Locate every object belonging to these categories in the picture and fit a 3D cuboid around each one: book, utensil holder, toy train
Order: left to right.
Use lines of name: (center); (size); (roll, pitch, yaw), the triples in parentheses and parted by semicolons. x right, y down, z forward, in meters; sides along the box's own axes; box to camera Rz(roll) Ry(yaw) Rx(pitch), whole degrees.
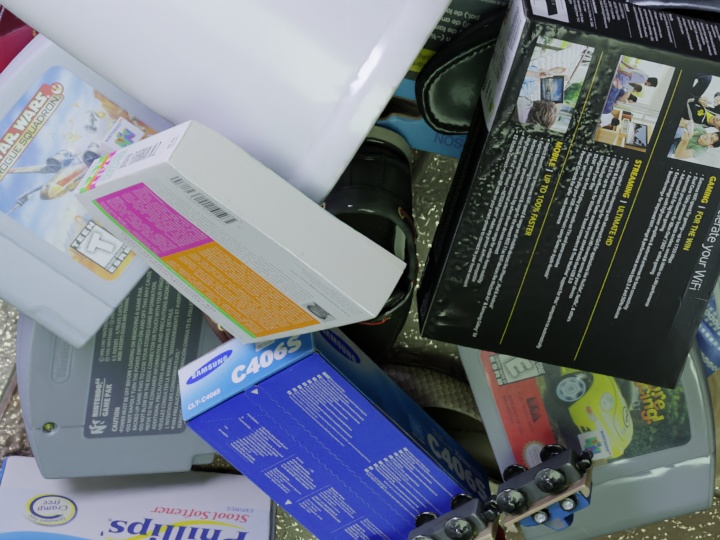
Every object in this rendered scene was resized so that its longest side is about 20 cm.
book: (-0.071, -0.019, 1.383); (0.133, 0.200, 0.048); (36, 76, -15)
utensil holder: (-0.064, -0.150, 1.362); (0.199, 0.170, 0.170); (32, 118, -2)
toy train: (0.061, 0.159, 1.557); (0.199, 0.034, 0.046); (-31, 111, 27)

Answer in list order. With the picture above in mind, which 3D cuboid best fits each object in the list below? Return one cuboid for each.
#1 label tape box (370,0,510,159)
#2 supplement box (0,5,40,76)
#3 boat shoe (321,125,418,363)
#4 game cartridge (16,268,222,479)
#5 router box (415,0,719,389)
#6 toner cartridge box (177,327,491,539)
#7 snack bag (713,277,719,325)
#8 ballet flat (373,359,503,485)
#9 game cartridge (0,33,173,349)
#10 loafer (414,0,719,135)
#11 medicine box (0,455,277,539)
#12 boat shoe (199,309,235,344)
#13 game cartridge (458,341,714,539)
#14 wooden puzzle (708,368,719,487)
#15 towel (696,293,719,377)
label tape box: (0.032, -0.173, 1.471); (0.143, 0.063, 0.201); (13, 122, -6)
supplement box: (-0.187, -0.100, 1.523); (0.199, 0.061, 0.109); (-24, 118, 16)
boat shoe: (-0.003, 0.000, 1.549); (0.073, 0.063, 0.202); (5, 145, 0)
game cartridge: (-0.141, 0.037, 1.598); (0.132, 0.041, 0.201); (-4, 125, -23)
router box: (0.126, -0.042, 1.394); (0.148, 0.051, 0.201); (12, 121, -10)
toner cartridge box: (-0.012, 0.104, 1.558); (0.095, 0.043, 0.200); (-29, 132, 18)
snack bag: (0.271, -0.069, 1.486); (0.188, 0.021, 0.201); (-14, 118, 11)
ballet flat: (0.076, 0.110, 1.635); (0.199, 0.047, 0.067); (22, 144, -1)
game cartridge: (-0.156, -0.061, 1.485); (0.133, 0.042, 0.200); (32, 113, -20)
loafer: (0.122, -0.117, 1.421); (0.200, 0.070, 0.068); (-17, 111, 14)
medicine box: (-0.150, 0.234, 1.702); (0.181, 0.103, 0.201); (5, 121, -2)
boat shoe: (-0.049, 0.070, 1.600); (0.070, 0.070, 0.201); (-31, 128, -13)
game cartridge: (0.134, 0.065, 1.547); (0.132, 0.041, 0.201); (-17, 113, 8)
wooden puzzle: (0.196, 0.022, 1.601); (0.200, 0.046, 0.185); (42, 114, -16)
towel: (0.183, -0.003, 1.547); (0.200, 0.024, 0.145); (-40, 106, 23)
